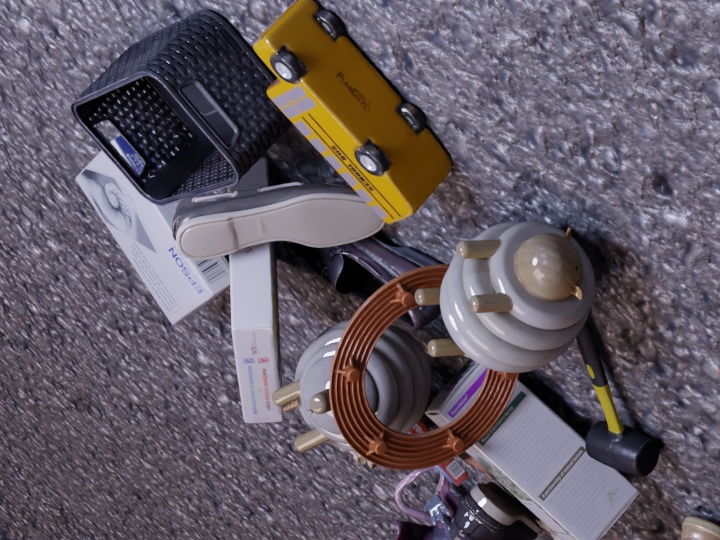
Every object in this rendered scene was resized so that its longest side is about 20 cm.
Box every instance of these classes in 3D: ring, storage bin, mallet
[{"bbox_3d":[0.064,0.091,1.680,0.200,0.200,0.019,58,168,-31],"label":"ring"},{"bbox_3d":[-0.168,-0.150,1.738,0.135,0.094,0.200,50,152,-17],"label":"storage bin"},{"bbox_3d":[0.214,0.106,1.689,0.066,0.041,0.200,11,136,49],"label":"mallet"}]

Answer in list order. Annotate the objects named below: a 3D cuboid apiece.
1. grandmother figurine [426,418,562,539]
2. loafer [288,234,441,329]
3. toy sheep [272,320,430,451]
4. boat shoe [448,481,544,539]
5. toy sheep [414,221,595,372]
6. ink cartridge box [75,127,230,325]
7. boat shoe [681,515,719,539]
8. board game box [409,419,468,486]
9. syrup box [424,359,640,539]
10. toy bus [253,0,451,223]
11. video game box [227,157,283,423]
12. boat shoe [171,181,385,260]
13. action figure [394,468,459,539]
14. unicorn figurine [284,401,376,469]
[{"bbox_3d":[0.157,0.207,1.890,0.200,0.061,0.121,43,169,1],"label":"grandmother figurine"},{"bbox_3d":[0.000,0.000,1.774,0.200,0.063,0.072,22,147,34],"label":"loafer"},{"bbox_3d":[-0.003,0.111,1.755,0.138,0.200,0.138,5,104,20],"label":"toy sheep"},{"bbox_3d":[0.137,0.265,1.923,0.073,0.063,0.200,42,-176,20],"label":"boat shoe"},{"bbox_3d":[0.126,0.026,1.568,0.138,0.138,0.200,42,149,-2],"label":"toy sheep"},{"bbox_3d":[-0.232,-0.039,2.002,0.200,0.041,0.200,56,153,0],"label":"ink cartridge box"},{"bbox_3d":[0.346,0.317,1.796,0.071,0.065,0.200,17,145,40],"label":"boat shoe"},{"bbox_3d":[0.046,0.161,1.933,0.103,0.019,0.200,50,173,-16],"label":"board game box"},{"bbox_3d":[0.164,0.174,1.785,0.200,0.081,0.079,43,170,-2],"label":"syrup box"},{"bbox_3d":[-0.011,-0.136,1.580,0.200,0.065,0.078,47,155,-13],"label":"toy bus"},{"bbox_3d":[-0.104,0.021,1.818,0.047,0.200,0.182,-2,146,-3],"label":"video game box"},{"bbox_3d":[-0.077,-0.056,1.720,0.057,0.200,0.067,-104,9,-48],"label":"boat shoe"},{"bbox_3d":[0.105,0.328,2.097,0.200,0.134,0.149,33,-152,-52],"label":"action figure"},{"bbox_3d":[-0.022,0.156,2.032,0.137,0.074,0.200,48,161,14],"label":"unicorn figurine"}]
